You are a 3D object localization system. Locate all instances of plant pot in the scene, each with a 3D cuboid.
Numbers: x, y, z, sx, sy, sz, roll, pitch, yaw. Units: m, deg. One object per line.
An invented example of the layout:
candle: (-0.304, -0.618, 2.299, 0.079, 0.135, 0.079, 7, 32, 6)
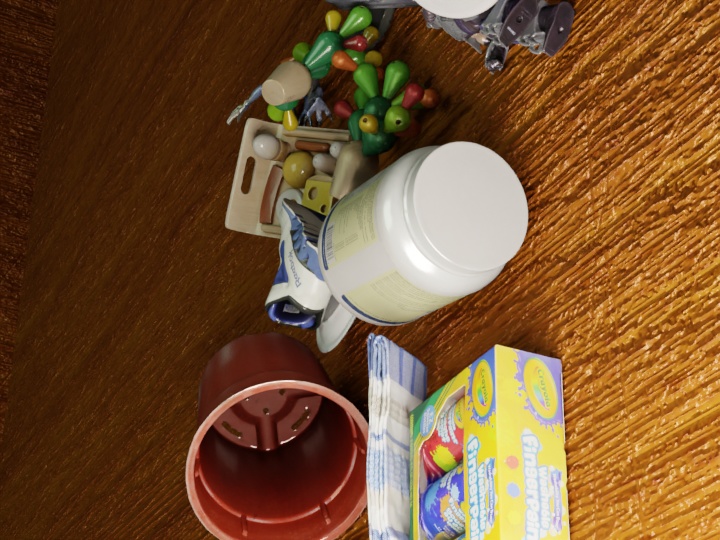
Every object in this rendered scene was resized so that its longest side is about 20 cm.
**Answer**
plant pot: (-0.096, 0.171, 1.721, 0.195, 0.199, 0.202, -115, 43, -67)

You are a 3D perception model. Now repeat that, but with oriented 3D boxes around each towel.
towel: (0.041, 0.170, 1.482, 0.024, 0.147, 0.202, -7, 71, 20)

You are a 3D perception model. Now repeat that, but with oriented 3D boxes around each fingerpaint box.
fingerpaint box: (0.107, 0.191, 1.380, 0.167, 0.073, 0.202, 136, 141, -53)

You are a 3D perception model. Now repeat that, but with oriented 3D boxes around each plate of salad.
plate of salad: (0.000, 0.000, 1.774, 0.200, 0.048, 0.202, -158, 90, -76)

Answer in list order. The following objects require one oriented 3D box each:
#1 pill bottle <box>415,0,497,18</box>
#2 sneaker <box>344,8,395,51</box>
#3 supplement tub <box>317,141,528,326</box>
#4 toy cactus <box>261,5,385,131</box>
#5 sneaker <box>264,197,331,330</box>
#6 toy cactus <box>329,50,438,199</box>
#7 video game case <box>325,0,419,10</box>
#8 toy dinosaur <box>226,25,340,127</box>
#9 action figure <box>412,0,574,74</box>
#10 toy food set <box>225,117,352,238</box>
pill bottle: (0.112, -0.320, 1.476, 0.112, 0.112, 0.200, -58, -3, 36)
sneaker: (0.009, -0.352, 1.905, 0.201, 0.081, 0.073, -66, 28, 28)
supplement tub: (0.059, -0.035, 1.528, 0.200, 0.144, 0.146, -29, 51, 60)
toy cactus: (-0.060, -0.225, 1.860, 0.199, 0.103, 0.165, -30, 7, 37)
sneaker: (-0.069, -0.001, 1.774, 0.116, 0.080, 0.200, -63, 17, 14)
toy cactus: (0.006, -0.157, 1.756, 0.166, 0.102, 0.200, -66, 27, 7)
video game case: (-0.026, -0.334, 1.771, 0.142, 0.199, 0.019, 5, 80, 39)
toy dinosaur: (-0.074, -0.236, 2.059, 0.200, 0.105, 0.182, -50, 17, 8)
action figure: (0.116, -0.245, 1.556, 0.200, 0.129, 0.070, 18, 84, 59)
toy food set: (-0.080, -0.110, 1.936, 0.199, 0.060, 0.145, 10, 87, 44)
